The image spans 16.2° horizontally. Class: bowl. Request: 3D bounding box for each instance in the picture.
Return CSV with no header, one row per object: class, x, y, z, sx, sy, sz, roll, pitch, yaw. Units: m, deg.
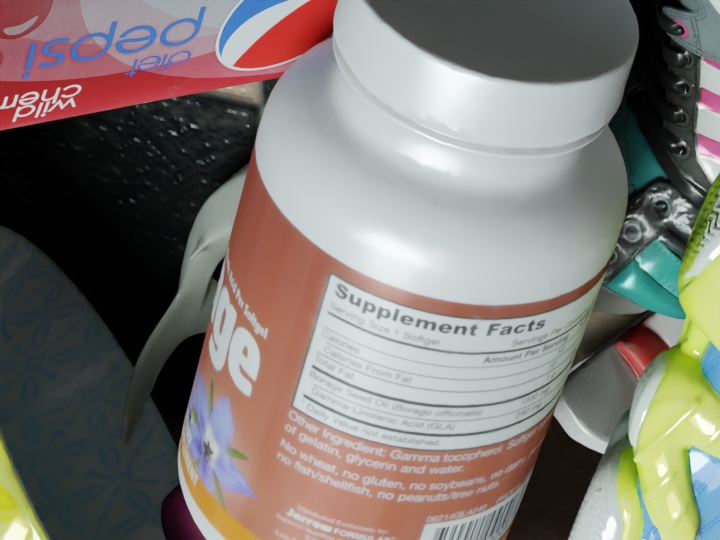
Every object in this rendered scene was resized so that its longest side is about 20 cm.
bowl,-0.140,0.095,0.947,0.107,0.200,0.200,-27,122,10

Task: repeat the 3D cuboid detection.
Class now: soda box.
soda box,-0.064,-0.094,0.744,0.070,0.199,0.064,61,148,27

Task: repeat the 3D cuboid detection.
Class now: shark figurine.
shark figurine,-0.020,-0.007,0.887,0.214,0.090,0.128,-13,119,36

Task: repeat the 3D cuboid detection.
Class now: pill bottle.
pill bottle,0.015,-0.001,0.763,0.112,0.112,0.201,20,127,5

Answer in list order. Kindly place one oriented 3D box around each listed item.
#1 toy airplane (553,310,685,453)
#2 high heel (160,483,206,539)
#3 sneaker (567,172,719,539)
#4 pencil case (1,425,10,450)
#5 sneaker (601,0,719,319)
toy airplane,0.143,0.100,0.879,0.198,0.141,0.200,11,143,27
high heel,-0.009,0.167,0.941,0.200,0.096,0.067,42,128,-12
sneaker,0.128,0.062,0.771,0.105,0.076,0.201,22,130,8
pencil case,-0.219,0.018,1.011,0.085,0.084,0.200,-24,121,19
sneaker,0.098,-0.056,0.791,0.120,0.084,0.200,-22,123,28
